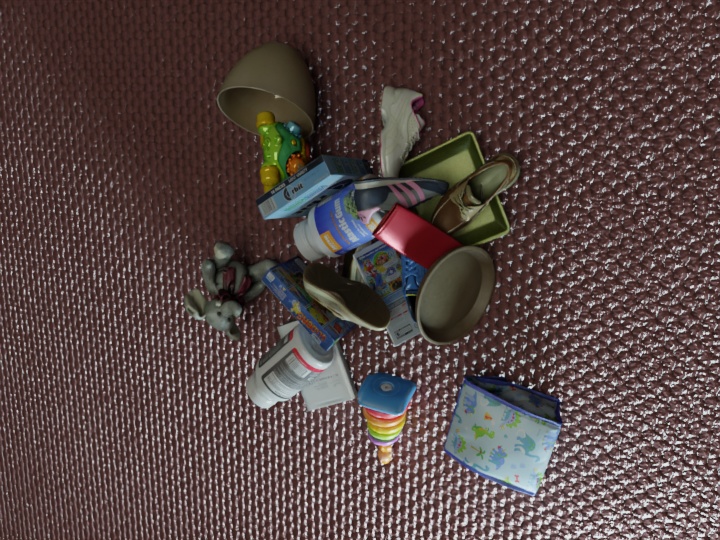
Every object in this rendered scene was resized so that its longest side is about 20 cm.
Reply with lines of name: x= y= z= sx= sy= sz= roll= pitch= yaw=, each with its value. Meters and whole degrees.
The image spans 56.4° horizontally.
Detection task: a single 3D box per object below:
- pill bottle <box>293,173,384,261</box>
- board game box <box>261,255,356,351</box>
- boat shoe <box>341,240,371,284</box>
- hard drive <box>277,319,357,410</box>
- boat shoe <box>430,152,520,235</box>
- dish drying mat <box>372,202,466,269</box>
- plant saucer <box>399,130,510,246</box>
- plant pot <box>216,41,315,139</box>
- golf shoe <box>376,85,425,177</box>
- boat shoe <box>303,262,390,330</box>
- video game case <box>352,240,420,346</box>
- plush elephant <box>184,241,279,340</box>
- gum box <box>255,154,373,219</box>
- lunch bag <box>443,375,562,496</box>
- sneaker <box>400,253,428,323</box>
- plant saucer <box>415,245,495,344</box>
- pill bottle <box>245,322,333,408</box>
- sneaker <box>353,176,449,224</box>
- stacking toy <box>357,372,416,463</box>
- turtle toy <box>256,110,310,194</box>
pill bottle: x=-0.034 y=-0.095 z=1.314 sx=0.197 sy=0.112 sz=0.114 roll=-27 pitch=91 yaw=28
board game box: x=-0.103 y=0.065 z=1.411 sx=0.200 sy=0.135 sz=0.035 roll=47 pitch=115 yaw=7
boat shoe: x=0.000 y=0.000 z=1.397 sx=0.063 sy=0.072 sz=0.206 roll=10 pitch=96 yaw=-18
hard drive: x=-0.096 y=0.202 z=1.499 sx=0.129 sy=0.026 sz=0.205 roll=-18 pitch=94 yaw=25
boat shoe: x=0.200 y=-0.138 z=1.219 sx=0.076 sy=0.074 sz=0.200 roll=48 pitch=115 yaw=6
dish drying mat: x=0.112 y=-0.053 z=1.232 sx=0.077 sy=0.198 sz=0.018 roll=-52 pitch=37 yaw=14
plant saucer: x=0.170 y=-0.136 z=1.299 sx=0.196 sy=0.048 sz=0.204 roll=-22 pitch=93 yaw=26
plant pot: x=-0.171 y=-0.366 z=1.329 sx=0.195 sy=0.200 sz=0.138 roll=9 pitch=75 yaw=20
golf shoe: x=0.077 y=-0.254 z=1.274 sx=0.089 sy=0.075 sz=0.206 roll=2 pitch=81 yaw=10
boat shoe: x=-0.029 y=0.061 z=1.331 sx=0.197 sy=0.073 sz=0.066 roll=30 pitch=148 yaw=12
video game case: x=0.088 y=0.028 z=1.351 sx=0.141 sy=0.018 sz=0.204 roll=-26 pitch=93 yaw=-3
plush elephant: x=-0.292 y=0.057 z=1.469 sx=0.198 sy=0.163 sz=0.159 roll=-28 pitch=50 yaw=40
gum box: x=-0.084 y=-0.161 z=1.314 sx=0.168 sy=0.199 sz=0.045 roll=-29 pitch=84 yaw=25
lunch bag: x=0.275 y=0.312 z=1.315 sx=0.195 sy=0.128 sz=0.174 roll=16 pitch=108 yaw=8
sneaker: x=0.108 y=0.002 z=1.289 sx=0.064 sy=0.078 sz=0.206 roll=-6 pitch=99 yaw=25
plant saucer: x=0.176 y=0.044 z=1.276 sx=0.029 sy=0.196 sz=0.205 roll=34 pitch=116 yaw=46
pill bottle: x=-0.158 y=0.210 z=1.452 sx=0.199 sy=0.110 sz=0.112 roll=-41 pitch=85 yaw=25
sneaker: x=0.075 y=-0.128 z=1.224 sx=0.070 sy=0.195 sz=0.085 roll=12 pitch=105 yaw=63
stacking toy: x=0.053 y=0.331 z=1.438 sx=0.107 sy=0.116 sz=0.205 roll=11 pitch=120 yaw=20
turtle toy: x=-0.148 y=-0.220 z=1.336 sx=0.098 sy=0.200 sz=0.150 roll=-5 pitch=76 yaw=-4
